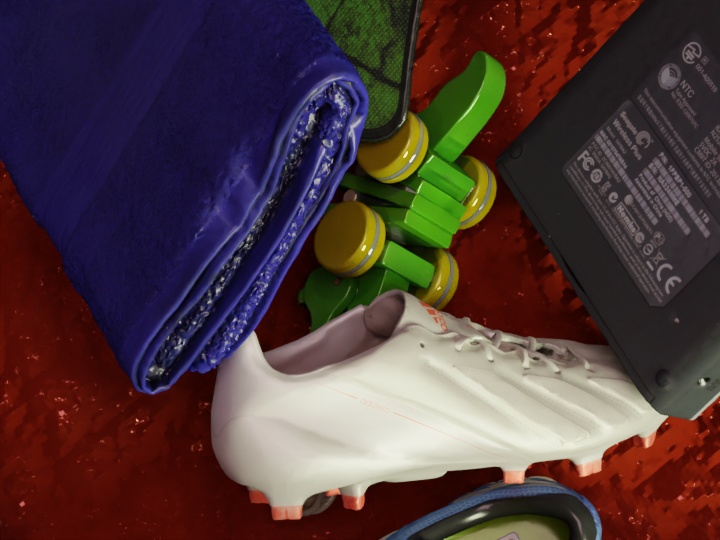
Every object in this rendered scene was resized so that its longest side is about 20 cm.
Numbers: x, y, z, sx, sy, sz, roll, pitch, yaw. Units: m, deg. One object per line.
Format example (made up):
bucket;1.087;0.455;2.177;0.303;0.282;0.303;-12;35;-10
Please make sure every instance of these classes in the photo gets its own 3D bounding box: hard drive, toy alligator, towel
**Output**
hard drive;0.154;-0.060;0.885;0.200;0.033;0.140;-47;54;25
toy alligator;0.000;0.000;0.937;0.054;0.059;0.201;18;82;47
towel;-0.075;-0.067;0.878;0.148;0.049;0.200;-55;46;21

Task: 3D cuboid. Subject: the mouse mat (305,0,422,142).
mouse mat;-0.042;-0.157;0.936;0.160;0.008;0.201;7;89;25

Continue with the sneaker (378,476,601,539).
sneaker;0.006;0.136;0.886;0.200;0.089;0.079;-32;80;-9

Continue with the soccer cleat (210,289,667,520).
soccer cleat;0.038;0.043;0.893;0.199;0.069;0.078;-8;100;-24
